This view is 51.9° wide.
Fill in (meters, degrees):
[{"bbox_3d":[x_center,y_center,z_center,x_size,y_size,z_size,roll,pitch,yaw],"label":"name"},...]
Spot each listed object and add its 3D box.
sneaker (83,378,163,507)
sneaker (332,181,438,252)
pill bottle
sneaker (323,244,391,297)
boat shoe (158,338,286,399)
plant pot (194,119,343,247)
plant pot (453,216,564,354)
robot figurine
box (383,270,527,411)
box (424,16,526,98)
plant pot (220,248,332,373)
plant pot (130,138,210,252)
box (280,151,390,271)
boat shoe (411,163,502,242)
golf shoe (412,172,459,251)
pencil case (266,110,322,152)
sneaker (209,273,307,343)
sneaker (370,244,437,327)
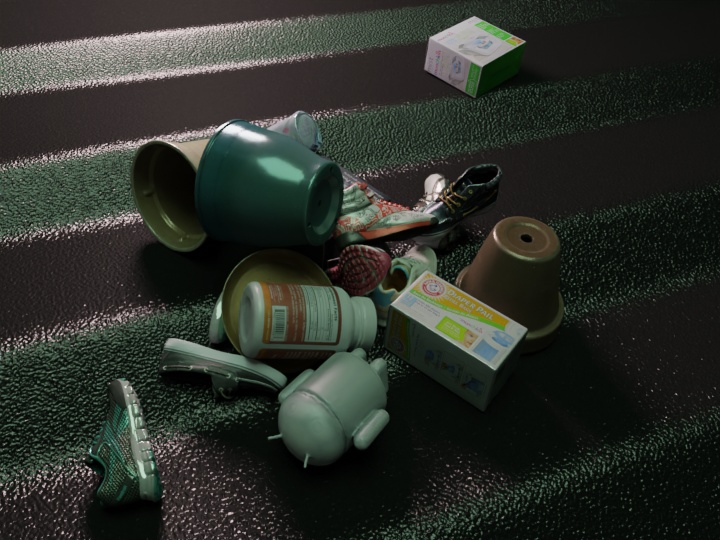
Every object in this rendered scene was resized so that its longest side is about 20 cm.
[{"bbox_3d":[-0.335,0.234,1.014,0.090,0.079,0.201,-16,46,-17],"label":"sneaker"},{"bbox_3d":[0.037,-0.104,1.279,0.198,0.067,0.110,-13,76,-23],"label":"sneaker"},{"bbox_3d":[-0.080,0.079,1.128,0.196,0.113,0.113,4,41,-24],"label":"pill bottle"},{"bbox_3d":[0.000,0.000,1.222,0.074,0.199,0.082,-18,87,-27],"label":"sneaker"},{"bbox_3d":[-0.211,0.160,1.116,0.196,0.070,0.067,17,66,2],"label":"boat shoe"},{"bbox_3d":[-0.134,-0.127,1.195,0.185,0.203,0.201,15,42,23],"label":"plant pot"},{"bbox_3d":[0.260,0.009,1.251,0.196,0.177,0.202,3,42,-3],"label":"plant pot"},{"bbox_3d":[-0.039,0.197,1.058,0.168,0.115,0.199,19,42,36],"label":"robot figurine"},{"bbox_3d":[0.148,0.108,1.184,0.198,0.103,0.112,30,48,23],"label":"box"},{"bbox_3d":[0.293,-0.550,1.905,0.176,0.098,0.199,37,52,26],"label":"box"},{"bbox_3d":[-0.129,0.066,1.188,0.196,0.027,0.204,8,71,-23],"label":"plant pot"},{"bbox_3d":[-0.288,-0.161,1.368,0.198,0.203,0.183,29,35,22],"label":"plant pot"},{"bbox_3d":[-0.076,-0.103,1.377,0.199,0.105,0.181,34,51,27],"label":"box"},{"bbox_3d":[0.170,-0.129,1.353,0.198,0.092,0.071,-27,60,-19],"label":"boat shoe"},{"bbox_3d":[0.133,-0.122,1.445,0.092,0.079,0.202,1,42,-6],"label":"golf shoe"},{"bbox_3d":[-0.172,-0.241,1.459,0.090,0.197,0.085,2,71,-61],"label":"pencil case"},{"bbox_3d":[-0.160,0.058,1.220,0.116,0.075,0.201,23,47,12],"label":"sneaker"},{"bbox_3d":[0.083,0.011,1.295,0.075,0.082,0.201,21,44,17],"label":"sneaker"}]
